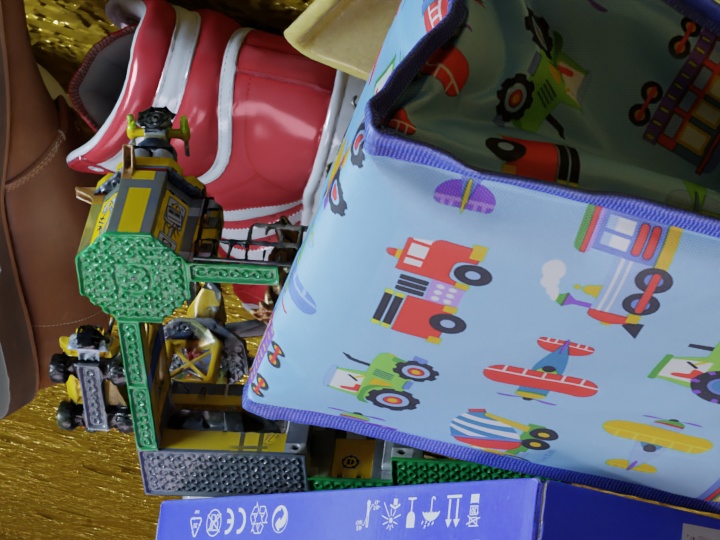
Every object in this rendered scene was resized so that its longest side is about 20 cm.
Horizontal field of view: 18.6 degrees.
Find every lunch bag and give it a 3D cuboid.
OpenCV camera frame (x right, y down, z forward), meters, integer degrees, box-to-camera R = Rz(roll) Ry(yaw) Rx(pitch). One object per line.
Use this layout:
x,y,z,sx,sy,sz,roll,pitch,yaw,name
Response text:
0.086,0.007,0.574,0.198,0.095,0.151,23,149,-3,lunch bag

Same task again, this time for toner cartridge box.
0.024,0.097,0.689,0.094,0.044,0.199,17,164,-33,toner cartridge box

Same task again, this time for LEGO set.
0.000,0.000,0.745,0.198,0.116,0.155,-4,130,11,LEGO set

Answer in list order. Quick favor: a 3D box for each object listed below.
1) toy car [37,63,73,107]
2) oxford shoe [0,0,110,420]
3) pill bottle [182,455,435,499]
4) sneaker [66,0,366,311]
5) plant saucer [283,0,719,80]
-0.210,-0.018,0.915,0.173,0.151,0.200,14,164,1,toy car
-0.129,-0.046,0.813,0.071,0.071,0.202,30,135,39,oxford shoe
-0.013,0.159,1.388,0.198,0.114,0.113,17,164,-4,pill bottle
-0.058,-0.042,0.840,0.111,0.072,0.200,13,156,-6,sneaker
0.100,-0.078,0.623,0.198,0.049,0.200,20,162,-14,plant saucer
